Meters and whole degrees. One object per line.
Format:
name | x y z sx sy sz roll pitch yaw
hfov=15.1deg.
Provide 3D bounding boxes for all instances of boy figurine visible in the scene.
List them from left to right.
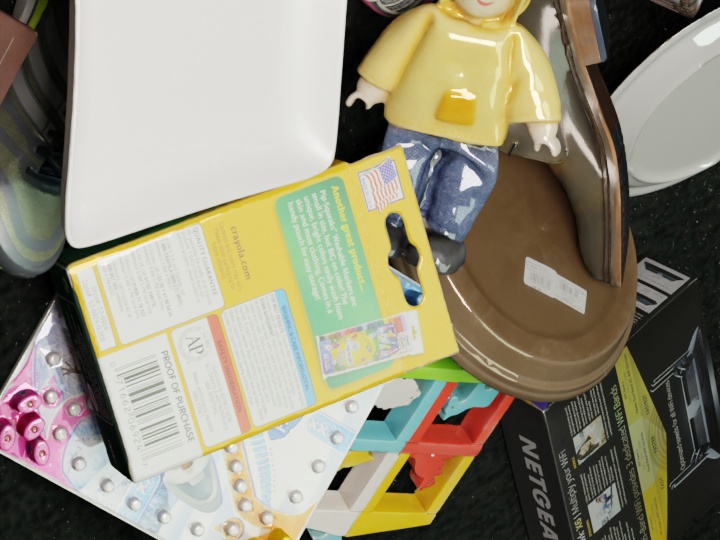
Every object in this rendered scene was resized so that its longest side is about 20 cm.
boy figurine | 0.059 -0.101 1.522 0.064 0.124 0.201 -64 173 -72

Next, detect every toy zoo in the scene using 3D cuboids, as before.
toy zoo | 0.023 0.100 1.670 0.131 0.021 0.201 5 128 -40

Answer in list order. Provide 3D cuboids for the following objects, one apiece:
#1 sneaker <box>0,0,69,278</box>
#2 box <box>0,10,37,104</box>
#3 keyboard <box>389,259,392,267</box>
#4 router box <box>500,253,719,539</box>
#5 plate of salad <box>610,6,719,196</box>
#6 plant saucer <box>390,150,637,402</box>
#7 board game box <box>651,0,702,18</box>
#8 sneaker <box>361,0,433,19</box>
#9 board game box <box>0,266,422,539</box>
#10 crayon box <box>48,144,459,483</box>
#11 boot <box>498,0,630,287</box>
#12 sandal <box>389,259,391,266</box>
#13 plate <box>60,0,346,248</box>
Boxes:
sneaker | -0.148 -0.089 1.397 0.074 0.081 0.201 4 106 -46
box | -0.256 -0.116 1.278 0.200 0.075 0.101 28 89 -48
keyboard | -0.001 0.020 1.606 0.199 0.011 0.057 -5 111 -32
router box | 0.177 0.115 1.865 0.157 0.052 0.201 -38 133 -27
plate of salad | 0.220 -0.121 1.749 0.199 0.048 0.200 -27 155 -14
plant saucer | 0.097 -0.019 1.641 0.199 0.029 0.201 19 59 -34
board game box | 0.181 -0.252 1.586 0.160 0.096 0.200 -65 170 1
sneaker | 0.059 -0.234 1.555 0.200 0.081 0.075 -49 152 -6
board game box | -0.081 0.054 1.518 0.199 0.026 0.201 31 86 -23
crayon box | -0.058 0.019 1.480 0.199 0.052 0.127 -21 105 -17
boot | 0.108 -0.084 1.625 0.075 0.096 0.202 -60 143 -73
sandal | 0.000 -0.001 1.633 0.199 0.048 0.076 -6 116 -31
plate | -0.081 -0.128 1.365 0.199 0.032 0.201 -20 121 -46
